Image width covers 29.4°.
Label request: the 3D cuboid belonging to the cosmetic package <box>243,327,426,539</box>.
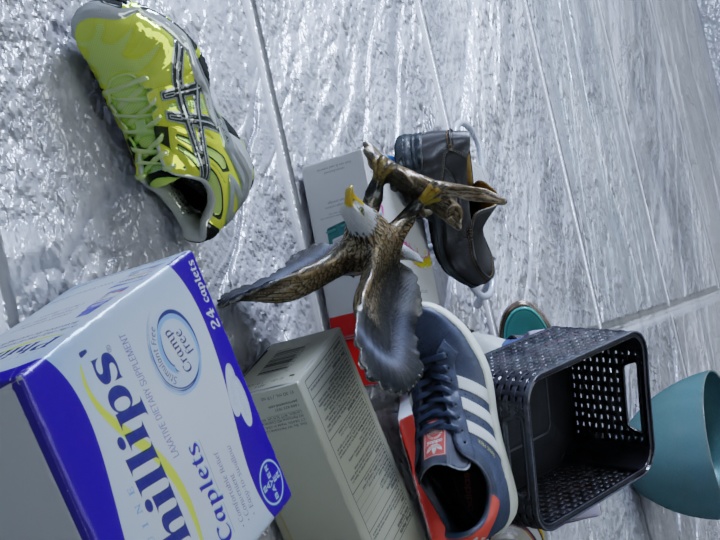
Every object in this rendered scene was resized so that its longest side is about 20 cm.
[{"bbox_3d":[-0.025,0.160,1.084,0.202,0.070,0.105,69,25,-14],"label":"cosmetic package"}]

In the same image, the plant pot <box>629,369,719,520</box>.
[{"bbox_3d":[0.437,0.249,1.879,0.200,0.134,0.202,38,45,-50],"label":"plant pot"}]

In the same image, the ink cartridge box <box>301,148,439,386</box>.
[{"bbox_3d":[0.016,-0.001,1.247,0.116,0.067,0.202,2,75,-64],"label":"ink cartridge box"}]

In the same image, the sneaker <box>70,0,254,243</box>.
[{"bbox_3d":[-0.140,-0.107,0.987,0.201,0.075,0.077,55,33,-33],"label":"sneaker"}]

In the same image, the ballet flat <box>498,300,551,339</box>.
[{"bbox_3d":[0.202,0.115,1.580,0.067,0.067,0.202,-91,163,-67],"label":"ballet flat"}]

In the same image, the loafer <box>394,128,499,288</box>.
[{"bbox_3d":[0.097,-0.054,1.287,0.200,0.072,0.073,56,27,-48],"label":"loafer"}]

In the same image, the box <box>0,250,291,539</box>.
[{"bbox_3d":[-0.151,0.114,0.824,0.200,0.104,0.185,-45,117,-59],"label":"box"}]

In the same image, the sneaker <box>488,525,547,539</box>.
[{"bbox_3d":[0.146,0.336,1.308,0.090,0.074,0.202,-11,96,-72],"label":"sneaker"}]

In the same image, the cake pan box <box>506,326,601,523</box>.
[{"bbox_3d":[0.190,0.165,1.428,0.184,0.052,0.202,126,-43,-75],"label":"cake pan box"}]

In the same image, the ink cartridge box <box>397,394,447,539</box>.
[{"bbox_3d":[0.075,0.194,1.215,0.200,0.050,0.164,-96,170,-86],"label":"ink cartridge box"}]

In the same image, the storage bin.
[{"bbox_3d":[0.171,0.135,1.223,0.199,0.093,0.137,-16,104,-46],"label":"storage bin"}]

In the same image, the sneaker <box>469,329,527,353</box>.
[{"bbox_3d":[0.107,0.143,1.347,0.080,0.114,0.201,-19,124,-59],"label":"sneaker"}]

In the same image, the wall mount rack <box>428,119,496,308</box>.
[{"bbox_3d":[0.108,-0.049,1.455,0.173,0.074,0.202,29,52,-51],"label":"wall mount rack"}]

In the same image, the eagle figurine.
[{"bbox_3d":[-0.004,-0.005,1.073,0.151,0.151,0.201,44,62,-29],"label":"eagle figurine"}]

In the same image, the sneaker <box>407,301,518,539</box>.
[{"bbox_3d":[0.069,0.125,1.110,0.084,0.075,0.202,-15,83,-60],"label":"sneaker"}]
